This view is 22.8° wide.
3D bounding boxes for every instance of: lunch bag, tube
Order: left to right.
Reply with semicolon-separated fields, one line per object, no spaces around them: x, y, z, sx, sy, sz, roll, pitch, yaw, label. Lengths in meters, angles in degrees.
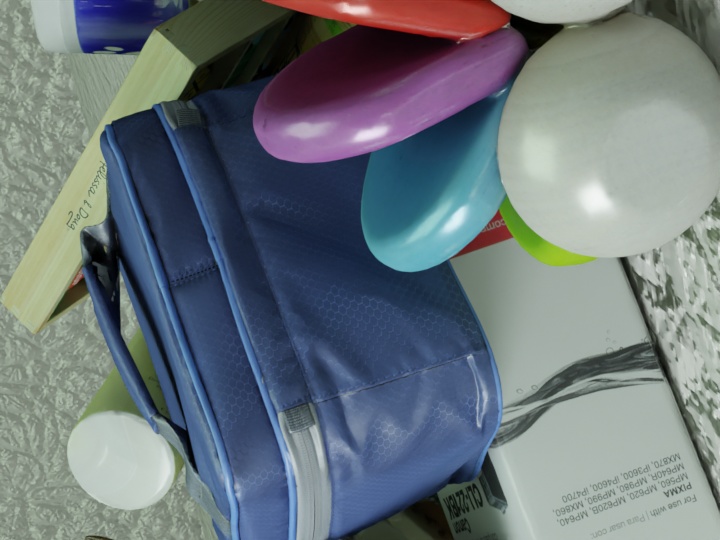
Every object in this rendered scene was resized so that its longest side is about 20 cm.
-0.087;0.044;0.872;0.200;0.052;0.058;-64;-7;-65;tube
-0.041;0.013;0.745;0.136;0.132;0.201;99;150;-63;lunch bag

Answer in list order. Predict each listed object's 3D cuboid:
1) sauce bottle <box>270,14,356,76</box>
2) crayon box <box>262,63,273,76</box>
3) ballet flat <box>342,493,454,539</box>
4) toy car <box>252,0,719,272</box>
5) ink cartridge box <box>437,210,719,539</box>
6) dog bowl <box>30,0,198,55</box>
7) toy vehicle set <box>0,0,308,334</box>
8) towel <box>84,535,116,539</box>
-0.019;-0.077;0.881;0.200;0.064;0.065;-54;51;41;sauce bottle
-0.050;-0.178;0.993;0.200;0.058;0.119;-138;50;-67;crayon box
0.055;0.158;0.884;0.200;0.072;0.072;41;172;-10;ballet flat
0.029;-0.087;0.630;0.175;0.149;0.201;-138;31;-66;toy car
0.073;0.052;0.803;0.144;0.083;0.201;125;125;-74;ink cartridge box
-0.121;-0.211;0.919;0.200;0.078;0.201;-177;90;-87;dog bowl
-0.096;-0.062;0.875;0.027;0.124;0.200;42;131;6;toy vehicle set
-0.010;0.152;0.797;0.199;0.146;0.022;5;78;38;towel
